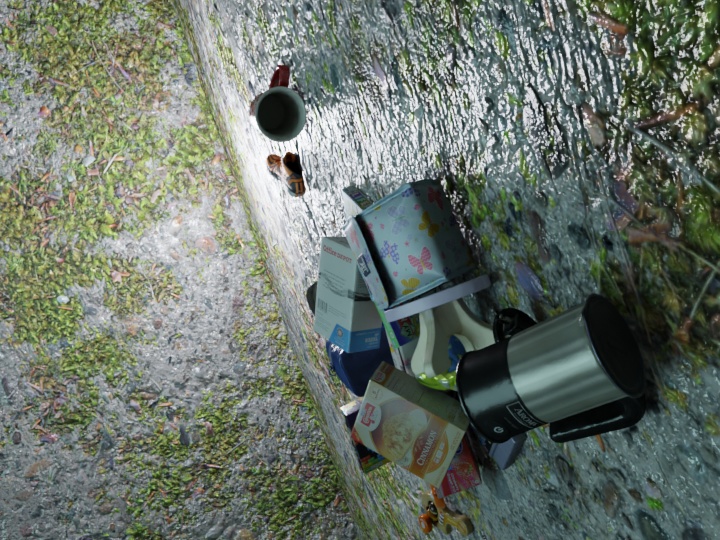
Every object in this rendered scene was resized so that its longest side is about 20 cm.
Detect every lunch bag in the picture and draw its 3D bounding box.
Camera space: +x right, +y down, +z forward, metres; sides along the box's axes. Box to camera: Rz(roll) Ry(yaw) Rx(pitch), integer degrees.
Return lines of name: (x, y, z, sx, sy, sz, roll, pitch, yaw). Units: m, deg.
lunch bag: (0.011, 0.199, 1.445, 0.138, 0.197, 0.132, 67, 167, -18)
lunch bag: (0.065, -0.035, 1.003, 0.198, 0.126, 0.173, -24, 86, 42)

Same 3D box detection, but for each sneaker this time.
sneaker: (0.188, 0.167, 1.064, 0.197, 0.107, 0.076, 8, 158, 37)
sneaker: (-0.221, -0.318, 1.791, 0.200, 0.077, 0.113, 45, 149, 32)

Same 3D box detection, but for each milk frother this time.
milk frother: (0.238, 0.095, 0.740, 0.187, 0.178, 0.204, -32, 45, 39)

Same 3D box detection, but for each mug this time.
mug: (-0.216, -0.433, 1.588, 0.132, 0.179, 0.200, 35, -179, -23)

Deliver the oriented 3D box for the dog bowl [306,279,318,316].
dog bowl: (-0.051, 0.092, 1.614, 0.197, 0.059, 0.203, 24, 141, 21)

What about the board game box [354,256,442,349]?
board game box: (0.081, 0.026, 1.120, 0.204, 0.132, 0.029, 66, 155, 6)

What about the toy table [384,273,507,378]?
toy table: (0.140, 0.092, 0.977, 0.199, 0.181, 0.120, -26, 83, 50)

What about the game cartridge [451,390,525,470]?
game cartridge: (0.228, 0.261, 1.126, 0.201, 0.038, 0.131, 57, 156, 35)

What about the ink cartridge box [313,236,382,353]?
ink cartridge box: (-0.021, 0.043, 1.220, 0.144, 0.082, 0.205, 24, 113, 54)

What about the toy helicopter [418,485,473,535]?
toy helicopter: (0.222, 0.624, 1.555, 0.199, 0.077, 0.136, -3, 99, 62)

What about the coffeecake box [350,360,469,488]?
coffeecake box: (0.096, 0.294, 1.150, 0.197, 0.073, 0.156, 26, 121, 14)

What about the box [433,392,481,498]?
box: (0.171, 0.348, 1.247, 0.095, 0.098, 0.204, -33, -78, -82)

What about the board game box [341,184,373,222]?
board game box: (0.011, -0.079, 1.392, 0.135, 0.034, 0.203, 50, 155, 48)

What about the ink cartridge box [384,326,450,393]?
ink cartridge box: (0.106, 0.145, 1.227, 0.148, 0.084, 0.205, -145, 40, -78)

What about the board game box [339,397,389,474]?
board game box: (0.066, 0.381, 1.489, 0.057, 0.196, 0.169, 26, 136, 68)
